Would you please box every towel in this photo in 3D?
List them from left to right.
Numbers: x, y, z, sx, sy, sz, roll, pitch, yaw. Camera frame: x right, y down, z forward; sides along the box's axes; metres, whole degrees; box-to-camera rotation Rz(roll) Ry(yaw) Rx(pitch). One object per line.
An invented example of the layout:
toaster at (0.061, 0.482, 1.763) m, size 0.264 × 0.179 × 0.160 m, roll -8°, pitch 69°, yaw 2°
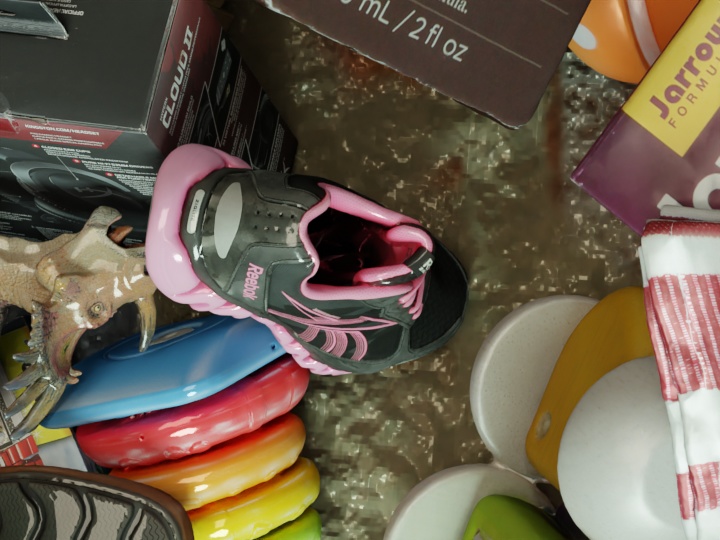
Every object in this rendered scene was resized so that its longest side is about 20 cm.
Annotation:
towel at (0.177, 0.075, 0.969) m, size 0.144 × 0.023 × 0.201 m, roll 5°, pitch 118°, yaw 35°

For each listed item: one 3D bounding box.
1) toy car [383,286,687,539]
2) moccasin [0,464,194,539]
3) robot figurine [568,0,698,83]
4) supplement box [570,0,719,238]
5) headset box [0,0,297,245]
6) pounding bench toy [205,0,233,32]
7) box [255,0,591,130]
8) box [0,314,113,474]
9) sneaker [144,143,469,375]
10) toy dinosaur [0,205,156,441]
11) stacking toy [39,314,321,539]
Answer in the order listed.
toy car at (0.110, 0.114, 1.124) m, size 0.150 × 0.175 × 0.200 m, roll 26°, pitch 95°, yaw -20°
moccasin at (-0.160, 0.125, 1.167) m, size 0.201 × 0.078 × 0.074 m, roll -15°, pitch 85°, yaw 24°
robot figurine at (0.160, -0.138, 1.127) m, size 0.199 × 0.144 × 0.117 m, roll -5°, pitch 61°, yaw 19°
supplement box at (0.202, -0.026, 1.006) m, size 0.200 × 0.103 × 0.131 m, roll 39°, pitch 106°, yaw 13°
headset box at (-0.128, -0.070, 1.161) m, size 0.148 × 0.200 × 0.078 m, roll 7°, pitch 71°, yaw 18°
pounding bench toy at (-0.107, -0.209, 1.168) m, size 0.124 × 0.200 × 0.156 m, roll 30°, pitch 96°, yaw 16°
box at (0.011, -0.193, 1.067) m, size 0.164 × 0.166 × 0.200 m, roll 33°, pitch 98°, yaw 44°
box at (-0.167, 0.139, 1.227) m, size 0.136 × 0.038 × 0.201 m, roll -25°, pitch 81°, yaw 14°
sneaker at (0.000, 0.000, 1.122) m, size 0.095 × 0.200 × 0.079 m, roll 0°, pitch 80°, yaw 34°
toy dinosaur at (-0.182, 0.030, 1.164) m, size 0.135 × 0.086 × 0.200 m, roll 39°, pitch 140°, yaw -9°
stacking toy at (-0.053, 0.122, 1.196) m, size 0.109 × 0.116 × 0.201 m, roll -13°, pitch 100°, yaw 35°
